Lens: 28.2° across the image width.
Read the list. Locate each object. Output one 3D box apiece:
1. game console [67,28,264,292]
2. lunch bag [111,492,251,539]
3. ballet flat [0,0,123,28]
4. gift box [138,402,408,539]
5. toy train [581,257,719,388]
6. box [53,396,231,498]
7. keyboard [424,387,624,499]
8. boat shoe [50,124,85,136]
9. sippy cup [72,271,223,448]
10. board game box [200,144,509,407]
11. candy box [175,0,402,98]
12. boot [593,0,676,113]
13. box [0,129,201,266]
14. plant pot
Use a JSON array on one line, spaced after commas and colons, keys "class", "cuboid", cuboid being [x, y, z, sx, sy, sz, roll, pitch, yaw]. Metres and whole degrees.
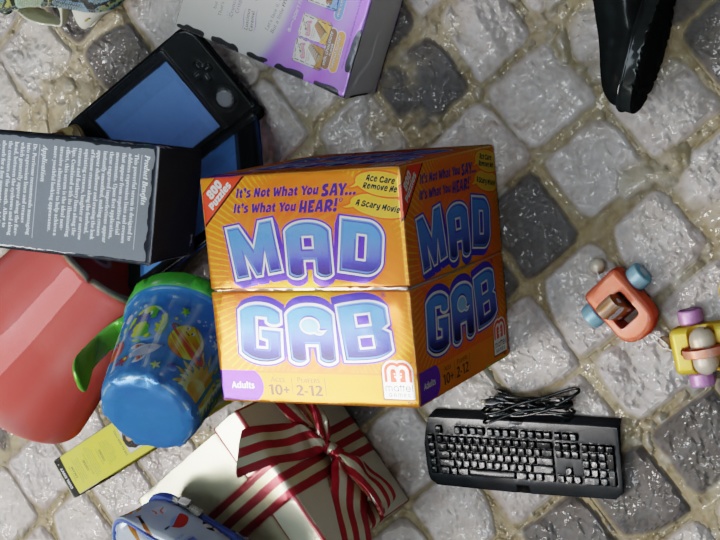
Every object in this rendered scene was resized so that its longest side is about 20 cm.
[{"class": "game console", "cuboid": [-0.198, -0.109, 1.426, 0.199, 0.119, 0.171, -33, 104, 29]}, {"class": "lunch bag", "cuboid": [-0.162, 0.306, 1.328, 0.159, 0.075, 0.202, 22, 123, 34]}, {"class": "ballet flat", "cuboid": [-0.304, -0.287, 1.495, 0.199, 0.074, 0.075, 11, 105, 28]}, {"class": "gift box", "cuboid": [-0.079, 0.226, 1.390, 0.187, 0.200, 0.185, -41, 85, 27]}, {"class": "toy train", "cuboid": [0.284, 0.018, 1.227, 0.200, 0.056, 0.151, -41, 80, 29]}, {"class": "box", "cuboid": [-0.234, 0.172, 1.532, 0.199, 0.075, 0.050, -33, 85, 28]}, {"class": "keyboard", "cuboid": [0.145, 0.162, 1.341, 0.198, 0.040, 0.105, -1, 100, 28]}, {"class": "boat shoe", "cuboid": [-0.342, -0.098, 1.504, 0.200, 0.067, 0.073, -28, 79, 59]}, {"class": "sippy cup", "cuboid": [-0.182, 0.094, 1.371, 0.139, 0.131, 0.178, 40, 129, -16]}, {"class": "board game box", "cuboid": [0.000, 0.000, 1.296, 0.198, 0.200, 0.202, -1, 99, 28]}, {"class": "candy box", "cuboid": [-0.060, -0.278, 1.351, 0.199, 0.071, 0.169, 26, 111, 22]}, {"class": "boot", "cuboid": [0.186, -0.246, 1.221, 0.161, 0.073, 0.200, 15, 99, 23]}, {"class": "box", "cuboid": [-0.263, -0.071, 1.330, 0.198, 0.148, 0.108, 7, 94, 7]}, {"class": "plant pot", "cuboid": [-0.318, 0.049, 1.497, 0.200, 0.200, 0.178, 46, 107, 13]}]
